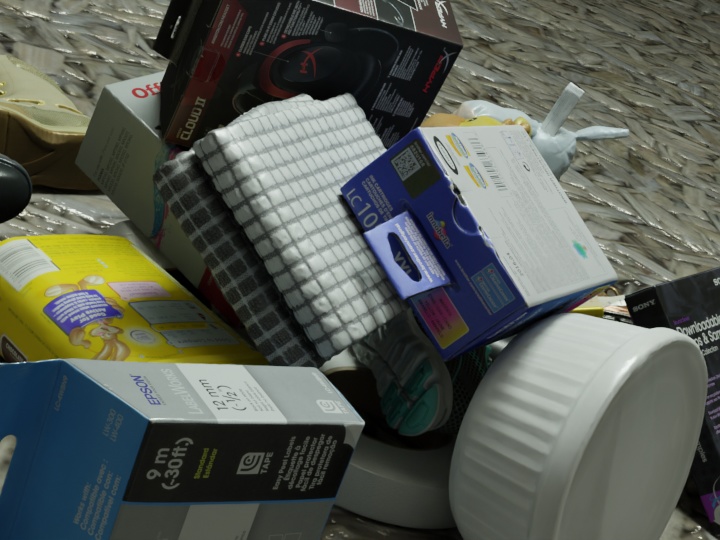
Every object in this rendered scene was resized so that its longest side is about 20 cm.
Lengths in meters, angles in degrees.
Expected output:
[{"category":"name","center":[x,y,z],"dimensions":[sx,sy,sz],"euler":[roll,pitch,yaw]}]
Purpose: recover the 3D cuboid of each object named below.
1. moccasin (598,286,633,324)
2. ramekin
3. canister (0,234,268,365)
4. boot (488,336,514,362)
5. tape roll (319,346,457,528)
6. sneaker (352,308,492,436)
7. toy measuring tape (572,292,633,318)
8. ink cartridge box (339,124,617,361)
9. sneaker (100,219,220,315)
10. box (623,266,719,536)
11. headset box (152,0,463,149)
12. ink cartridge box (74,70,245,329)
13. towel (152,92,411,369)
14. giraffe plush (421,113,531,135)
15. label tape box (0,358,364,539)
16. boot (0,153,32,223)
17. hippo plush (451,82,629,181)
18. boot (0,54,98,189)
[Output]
[{"category":"moccasin","center":[0.207,0.046,1.381],"dimensions":[0.201,0.074,0.078],"euler":[13,30,5]},{"category":"ramekin","center":[0.140,0.120,0.989],"dimensions":[0.094,0.203,0.202],"euler":[22,19,32]},{"category":"canister","center":[-0.155,0.055,1.003],"dimensions":[0.148,0.087,0.200],"euler":[-2,30,-45]},{"category":"boot","center":[0.124,0.072,1.177],"dimensions":[0.200,0.066,0.165],"euler":[29,-7,8]},{"category":"tape roll","center":[0.013,0.112,1.088],"dimensions":[0.202,0.037,0.203],"euler":[18,22,-7]},{"category":"sneaker","center":[0.052,0.059,1.114],"dimensions":[0.091,0.078,0.200],"euler":[16,31,-25]},{"category":"toy measuring tape","center":[0.198,0.054,1.310],"dimensions":[0.199,0.074,0.074],"euler":[-3,25,-2]},{"category":"ink cartridge box","center":[0.075,-0.023,0.992],"dimensions":[0.137,0.076,0.200],"euler":[59,26,11]},{"category":"sneaker","center":[-0.110,0.011,1.188],"dimensions":[0.200,0.073,0.085],"euler":[-1,47,-36]},{"category":"box","center":[0.292,0.099,1.218],"dimensions":[0.143,0.036,0.200],"euler":[-12,78,-53]},{"category":"headset box","center":[-0.049,-0.152,1.094],"dimensions":[0.200,0.149,0.075],"euler":[12,39,-21]},{"category":"ink cartridge box","center":[-0.098,-0.066,1.156],"dimensions":[0.200,0.083,0.146],"euler":[44,39,19]},{"category":"towel","center":[-0.035,-0.028,0.998],"dimensions":[0.166,0.086,0.200],"euler":[57,27,1]},{"category":"giraffe plush","center":[0.091,-0.077,1.424],"dimensions":[0.200,0.162,0.173],"euler":[17,22,-10]},{"category":"label tape box","center":[-0.113,0.124,0.802],"dimensions":[0.200,0.144,0.066],"euler":[4,27,-37]},{"category":"boot","center":[-0.308,-0.025,1.071],"dimensions":[0.164,0.066,0.200],"euler":[2,24,-21]},{"category":"hippo plush","center":[0.140,-0.133,1.592],"dimensions":[0.159,0.200,0.161],"euler":[37,7,-23]},{"category":"boot","center":[-0.319,-0.136,1.310],"dimensions":[0.200,0.073,0.155],"euler":[2,29,-43]}]
